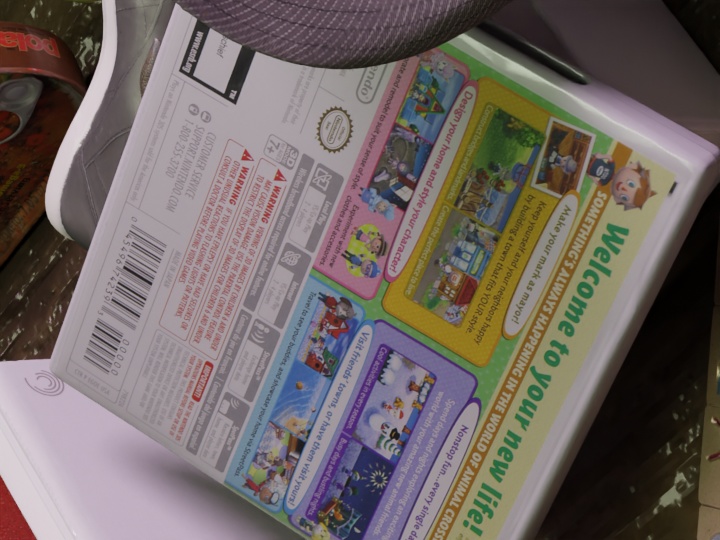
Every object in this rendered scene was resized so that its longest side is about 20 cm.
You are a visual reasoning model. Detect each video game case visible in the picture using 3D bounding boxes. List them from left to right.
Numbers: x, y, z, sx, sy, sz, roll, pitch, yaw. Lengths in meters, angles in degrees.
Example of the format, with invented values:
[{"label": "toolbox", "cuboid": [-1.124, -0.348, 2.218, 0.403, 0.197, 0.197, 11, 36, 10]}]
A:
[{"label": "video game case", "cuboid": [0.000, 0.000, 0.816, 0.182, 0.022, 0.200, 31, 121, 14]}]

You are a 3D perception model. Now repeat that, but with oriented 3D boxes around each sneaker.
[{"label": "sneaker", "cuboid": [-0.057, -0.074, 0.977, 0.099, 0.071, 0.200, 42, 123, 35]}]

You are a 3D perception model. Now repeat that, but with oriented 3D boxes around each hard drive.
[{"label": "hard drive", "cuboid": [-0.049, 0.109, 0.916, 0.200, 0.132, 0.027, 54, 128, 33]}]

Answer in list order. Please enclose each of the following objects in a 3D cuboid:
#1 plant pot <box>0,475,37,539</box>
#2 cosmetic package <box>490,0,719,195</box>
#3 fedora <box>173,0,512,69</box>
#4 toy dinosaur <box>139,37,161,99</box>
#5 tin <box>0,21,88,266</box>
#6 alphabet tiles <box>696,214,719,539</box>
[{"label": "plant pot", "cuboid": [-0.131, 0.173, 0.978, 0.200, 0.200, 0.176, -52, 43, 34]}, {"label": "cosmetic package", "cuboid": [0.038, -0.084, 0.864, 0.101, 0.071, 0.200, -55, 53, 32]}, {"label": "fedora", "cuboid": [-0.004, -0.162, 0.737, 0.200, 0.177, 0.090, -54, 17, -2]}, {"label": "toy dinosaur", "cuboid": [-0.018, -0.010, 0.895, 0.102, 0.077, 0.200, 54, 165, 45]}, {"label": "tin", "cuboid": [-0.195, -0.038, 1.093, 0.200, 0.112, 0.042, -45, 58, 37]}, {"label": "alphabet tiles", "cuboid": [0.174, 0.019, 0.762, 0.167, 0.008, 0.200, 8, 96, 48]}]
